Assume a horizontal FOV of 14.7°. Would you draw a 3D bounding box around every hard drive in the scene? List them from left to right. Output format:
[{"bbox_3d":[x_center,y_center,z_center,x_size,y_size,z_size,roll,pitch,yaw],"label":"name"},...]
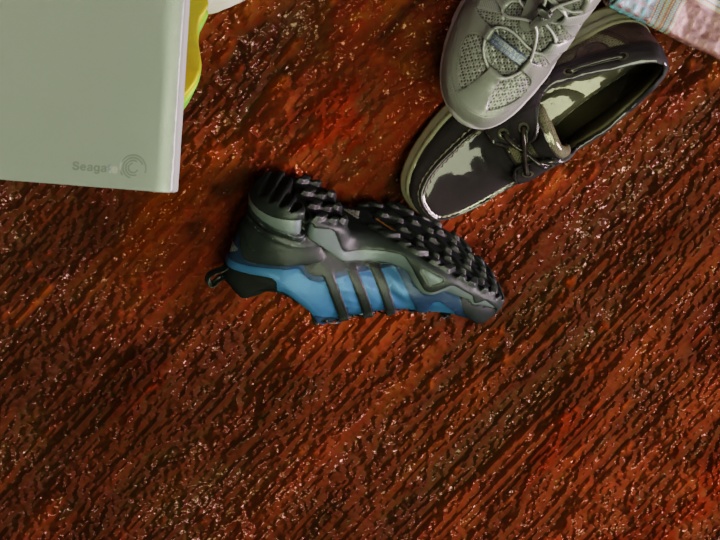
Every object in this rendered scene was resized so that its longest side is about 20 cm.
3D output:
[{"bbox_3d":[-0.165,-0.150,1.610,0.132,0.026,0.200,5,95,6],"label":"hard drive"}]

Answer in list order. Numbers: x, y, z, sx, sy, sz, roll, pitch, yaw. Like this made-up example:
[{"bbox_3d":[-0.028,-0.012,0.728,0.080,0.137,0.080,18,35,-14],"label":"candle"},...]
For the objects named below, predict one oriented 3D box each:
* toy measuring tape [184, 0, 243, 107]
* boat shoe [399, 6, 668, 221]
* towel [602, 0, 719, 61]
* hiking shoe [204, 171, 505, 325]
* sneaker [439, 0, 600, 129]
[{"bbox_3d":[-0.096,-0.130,1.671,0.200,0.074,0.074,-16,125,-19],"label":"toy measuring tape"},{"bbox_3d":[0.117,-0.098,1.855,0.200,0.065,0.072,-35,127,-1],"label":"boat shoe"},{"bbox_3d":[0.261,-0.238,1.846,0.147,0.022,0.200,21,103,-32],"label":"towel"},{"bbox_3d":[0.000,0.000,1.870,0.200,0.074,0.087,21,118,-22],"label":"hiking shoe"},{"bbox_3d":[0.115,-0.179,1.784,0.075,0.082,0.200,31,99,-5],"label":"sneaker"}]
